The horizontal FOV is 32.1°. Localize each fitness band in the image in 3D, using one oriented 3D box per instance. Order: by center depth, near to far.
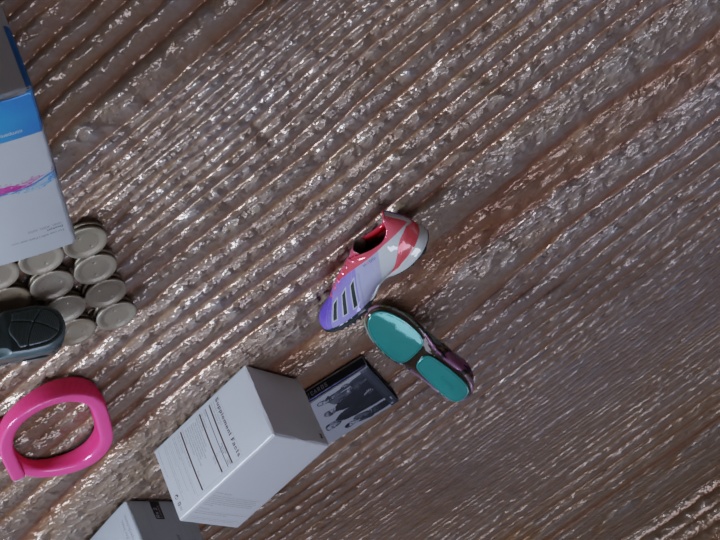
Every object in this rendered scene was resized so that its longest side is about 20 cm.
[{"bbox_3d":[-0.388,0.206,1.585,0.143,0.038,0.201,-20,148,-15],"label":"fitness band"}]

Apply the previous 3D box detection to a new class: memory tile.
[{"bbox_3d":[-0.338,0.025,1.394,0.152,0.017,0.201,-22,148,-11],"label":"memory tile"}]

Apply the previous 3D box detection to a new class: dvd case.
[{"bbox_3d":[-0.052,0.214,1.868,0.199,0.025,0.150,-32,148,5],"label":"dvd case"}]

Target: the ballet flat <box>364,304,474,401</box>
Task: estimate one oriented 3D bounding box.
[{"bbox_3d":[0.082,0.107,1.760,0.200,0.071,0.069,39,116,-17],"label":"ballet flat"}]

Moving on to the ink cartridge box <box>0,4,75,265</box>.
[{"bbox_3d":[-0.320,-0.123,1.082,0.084,0.145,0.201,-20,146,-13],"label":"ink cartridge box"}]

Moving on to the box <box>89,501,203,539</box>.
[{"bbox_3d":[-0.321,0.481,1.862,0.130,0.200,0.200,12,130,-47],"label":"box"}]

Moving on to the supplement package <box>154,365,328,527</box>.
[{"bbox_3d":[-0.166,0.247,1.735,0.200,0.120,0.121,-43,144,21],"label":"supplement package"}]

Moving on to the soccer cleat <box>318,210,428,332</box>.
[{"bbox_3d":[0.000,0.000,1.590,0.073,0.069,0.200,29,123,-27],"label":"soccer cleat"}]

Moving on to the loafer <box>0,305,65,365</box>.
[{"bbox_3d":[-0.419,0.085,1.350,0.198,0.072,0.063,-5,152,-16],"label":"loafer"}]
